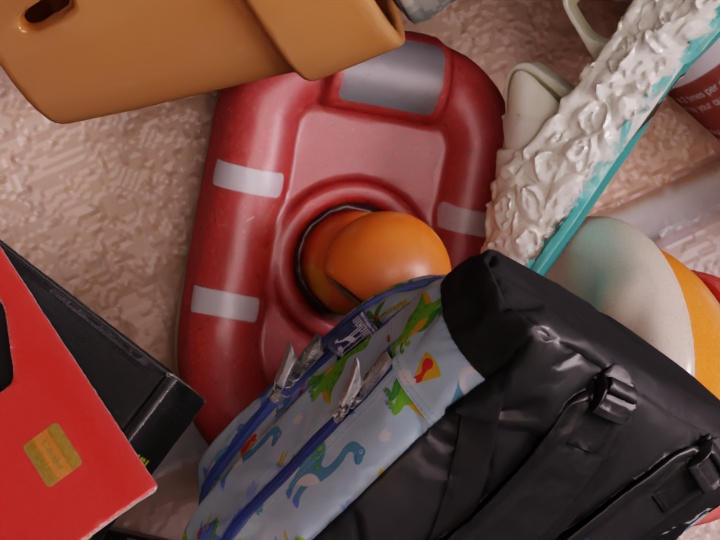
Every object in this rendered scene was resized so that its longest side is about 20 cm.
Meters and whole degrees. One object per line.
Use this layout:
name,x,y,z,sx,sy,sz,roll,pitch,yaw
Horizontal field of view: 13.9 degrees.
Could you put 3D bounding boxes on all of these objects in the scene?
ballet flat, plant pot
ballet flat,0.099,-0.080,1.187,0.072,0.072,0.200,32,109,-15
plant pot,-0.088,-0.149,1.150,0.140,0.200,0.201,-25,102,6

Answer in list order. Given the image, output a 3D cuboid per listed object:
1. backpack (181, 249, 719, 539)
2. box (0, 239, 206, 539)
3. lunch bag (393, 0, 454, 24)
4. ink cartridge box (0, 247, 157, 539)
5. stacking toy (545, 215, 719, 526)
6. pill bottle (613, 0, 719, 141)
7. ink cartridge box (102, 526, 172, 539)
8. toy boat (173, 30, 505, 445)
backpack,0.024,0.090,1.133,0.163,0.154,0.200,29,102,-43
box,-0.194,0.067,1.159,0.200,0.048,0.193,37,89,21
lunch bag,0.064,-0.194,1.154,0.167,0.200,0.140,-26,100,5
ink cartridge box,-0.202,0.054,1.118,0.176,0.045,0.200,-38,69,4
stacking toy,0.159,0.060,1.277,0.199,0.146,0.147,9,94,-33
pill bottle,0.187,-0.098,1.255,0.200,0.112,0.112,39,86,-15
ink cartridge box,-0.096,0.187,1.231,0.199,0.083,0.146,14,92,-16
toy boat,0.000,0.000,1.210,0.130,0.131,0.201,9,94,-15
